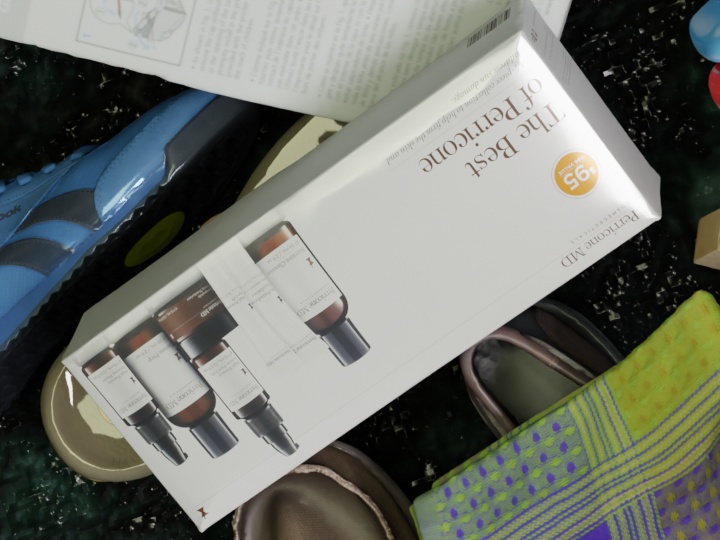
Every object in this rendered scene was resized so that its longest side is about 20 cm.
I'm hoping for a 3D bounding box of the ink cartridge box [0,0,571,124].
[{"bbox_3d":[-0.018,-0.136,0.866,0.198,0.047,0.161,12,118,-8],"label":"ink cartridge box"}]

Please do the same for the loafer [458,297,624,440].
[{"bbox_3d":[0.107,0.089,0.892,0.200,0.063,0.072,44,101,13],"label":"loafer"}]

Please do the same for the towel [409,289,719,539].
[{"bbox_3d":[0.089,0.120,0.806,0.143,0.023,0.201,-35,51,28],"label":"towel"}]

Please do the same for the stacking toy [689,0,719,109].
[{"bbox_3d":[0.179,-0.004,0.824,0.115,0.110,0.202,-11,100,6],"label":"stacking toy"}]

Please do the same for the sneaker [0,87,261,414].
[{"bbox_3d":[-0.126,-0.014,0.966,0.200,0.066,0.079,-42,75,14],"label":"sneaker"}]

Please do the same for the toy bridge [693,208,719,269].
[{"bbox_3d":[0.148,-0.005,0.874,0.067,0.027,0.202,13,76,-14],"label":"toy bridge"}]

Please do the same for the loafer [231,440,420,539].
[{"bbox_3d":[0.001,0.157,0.922,0.073,0.071,0.201,-20,84,17],"label":"loafer"}]

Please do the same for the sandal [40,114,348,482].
[{"bbox_3d":[-0.041,0.007,0.942,0.200,0.054,0.081,-39,80,8],"label":"sandal"}]

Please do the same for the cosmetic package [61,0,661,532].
[{"bbox_3d":[0.000,0.000,0.880,0.199,0.051,0.083,-36,105,16],"label":"cosmetic package"}]
